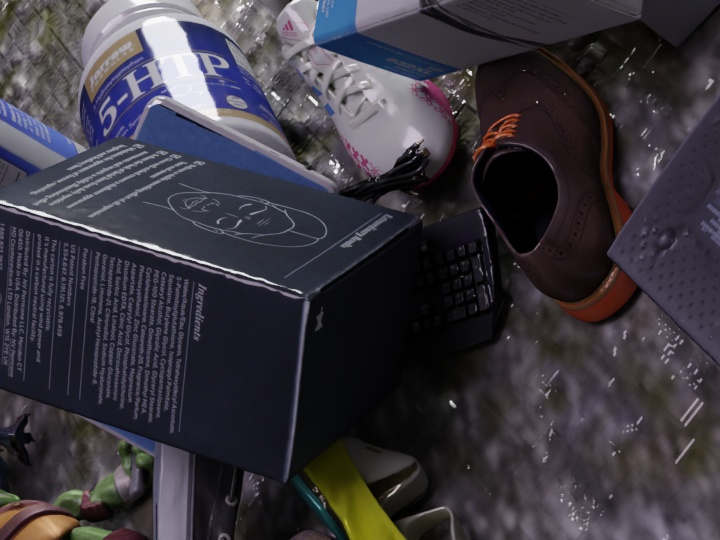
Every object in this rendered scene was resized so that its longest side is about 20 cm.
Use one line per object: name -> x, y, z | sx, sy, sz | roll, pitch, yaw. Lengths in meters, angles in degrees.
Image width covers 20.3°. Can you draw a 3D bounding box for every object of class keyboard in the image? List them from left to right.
keyboard -> 0.000, 0.000, 1.162 | 0.199, 0.021, 0.128 | -20, 68, 40

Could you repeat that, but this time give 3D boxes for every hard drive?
hard drive -> 0.216, -0.050, 0.949 | 0.200, 0.042, 0.135 | -53, 38, 10

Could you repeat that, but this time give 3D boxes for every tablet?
tablet -> -0.106, 0.012, 1.198 | 0.130, 0.014, 0.201 | 27, 103, 10

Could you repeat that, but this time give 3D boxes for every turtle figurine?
turtle figurine -> -0.187, 0.134, 1.215 | 0.194, 0.144, 0.201 | 27, 92, 49

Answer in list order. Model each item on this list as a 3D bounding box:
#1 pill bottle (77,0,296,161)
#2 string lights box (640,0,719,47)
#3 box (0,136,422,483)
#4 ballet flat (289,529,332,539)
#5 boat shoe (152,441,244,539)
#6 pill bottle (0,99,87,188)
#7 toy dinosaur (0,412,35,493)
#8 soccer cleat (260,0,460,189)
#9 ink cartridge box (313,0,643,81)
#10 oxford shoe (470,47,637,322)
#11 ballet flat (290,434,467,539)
pill bottle -> -0.119, -0.096, 1.308 | 0.120, 0.119, 0.200 | -47, 39, 17
string lights box -> 0.154, -0.226, 1.125 | 0.103, 0.059, 0.200 | -46, 39, 18
box -> -0.088, 0.014, 1.089 | 0.199, 0.148, 0.108 | 16, 113, 21
ballet flat -> -0.028, 0.206, 1.043 | 0.068, 0.067, 0.201 | -43, 40, 21
boat shoe -> -0.083, 0.169, 1.129 | 0.070, 0.066, 0.201 | 143, 128, -78
pill bottle -> -0.271, -0.067, 1.398 | 0.112, 0.200, 0.113 | -29, 46, 35
toy dinosaur -> -0.317, 0.131, 1.373 | 0.180, 0.201, 0.105 | -6, 39, 12
soccer cleat -> -0.010, -0.119, 1.222 | 0.070, 0.086, 0.200 | -49, 38, 14
ink cartridge box -> 0.069, -0.197, 1.094 | 0.200, 0.083, 0.146 | -9, 68, 56
oxford shoe -> 0.093, -0.065, 1.077 | 0.071, 0.072, 0.201 | -43, 40, 22
ballet flat -> 0.014, 0.135, 1.056 | 0.067, 0.067, 0.200 | -34, 42, -1
